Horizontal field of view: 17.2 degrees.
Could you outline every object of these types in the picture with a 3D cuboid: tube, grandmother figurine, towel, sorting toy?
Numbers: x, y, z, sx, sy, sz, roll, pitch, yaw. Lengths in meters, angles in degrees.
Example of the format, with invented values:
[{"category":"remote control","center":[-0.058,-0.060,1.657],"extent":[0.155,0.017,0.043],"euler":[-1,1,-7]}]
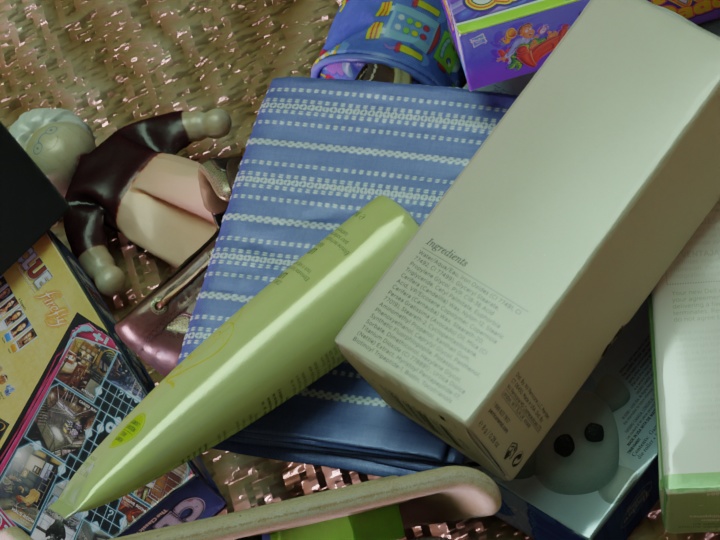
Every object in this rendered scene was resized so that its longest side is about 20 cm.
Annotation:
[{"category":"tube","center":[-0.053,0.044,1.032],"extent":[0.200,0.058,0.052],"euler":[-38,54,-10]},{"category":"grandmother figurine","center":[-0.114,-0.044,1.270],"extent":[0.200,0.061,0.121],"euler":[20,55,34]},{"category":"towel","center":[0.000,0.000,1.095],"extent":[0.144,0.024,0.200],"euler":[6,61,18]},{"category":"sorting toy","center":[-0.060,0.116,0.998],"extent":[0.199,0.185,0.037],"euler":[-6,83,-17]}]

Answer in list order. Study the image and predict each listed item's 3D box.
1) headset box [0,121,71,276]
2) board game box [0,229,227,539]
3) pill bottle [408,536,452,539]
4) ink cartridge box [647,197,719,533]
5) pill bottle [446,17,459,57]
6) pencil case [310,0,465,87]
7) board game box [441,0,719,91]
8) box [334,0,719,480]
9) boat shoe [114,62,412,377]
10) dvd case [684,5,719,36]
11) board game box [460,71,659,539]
[{"category":"headset box","center":[-0.270,-0.015,1.249],"extent":[0.174,0.093,0.200],"euler":[-45,26,-16]},{"category":"board game box","center":[-0.165,0.085,1.177],"extent":[0.135,0.035,0.200],"euler":[-37,48,1]},{"category":"pill bottle","center":[0.002,0.172,0.983],"extent":[0.199,0.111,0.111],"euler":[-14,46,13]},{"category":"ink cartridge box","center":[0.197,0.011,1.034],"extent":[0.145,0.048,0.201],"euler":[-3,59,6]},{"category":"pill bottle","center":[0.139,-0.170,1.224],"extent":[0.112,0.113,0.200],"euler":[20,61,37]},{"category":"pencil case","center":[0.034,-0.158,1.286],"extent":[0.087,0.078,0.200],"euler":[-16,43,40]},{"category":"board game box","center":[0.127,-0.175,1.116],"extent":[0.199,0.045,0.135],"euler":[-17,57,0]},{"category":"box","center":[0.084,-0.017,1.011],"extent":[0.082,0.068,0.200],"euler":[33,80,33]},{"category":"boat shoe","center":[-0.048,-0.032,1.162],"extent":[0.200,0.072,0.072],"euler":[-55,7,-15]},{"category":"dvd case","center":[0.188,-0.173,1.142],"extent":[0.148,0.016,0.200],"euler":[-25,57,-8]},{"category":"board game box","center":[0.086,0.013,1.110],"extent":[0.199,0.043,0.200],"euler":[31,67,27]}]
